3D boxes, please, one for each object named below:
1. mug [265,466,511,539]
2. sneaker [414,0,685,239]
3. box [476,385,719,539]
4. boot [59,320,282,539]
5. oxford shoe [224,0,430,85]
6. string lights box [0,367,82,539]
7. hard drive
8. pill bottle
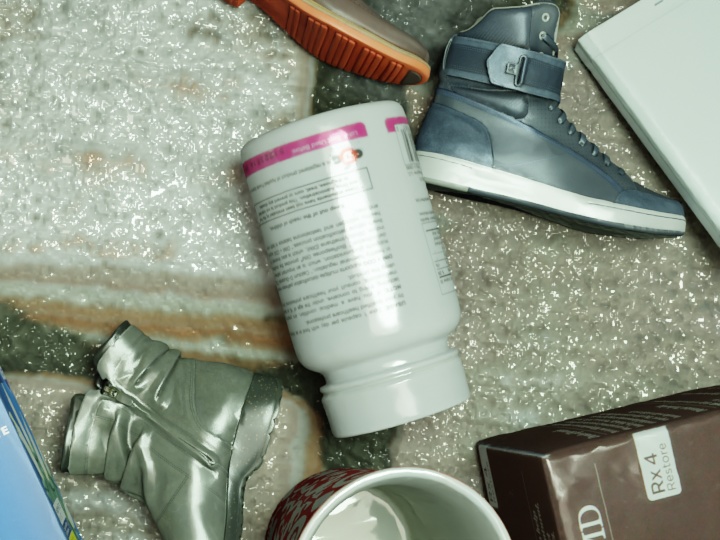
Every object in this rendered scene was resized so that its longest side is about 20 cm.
[{"bbox_3d":[0.012,0.203,0.890,0.133,0.200,0.178,-19,90,-12],"label":"mug"},{"bbox_3d":[0.145,-0.106,1.001,0.201,0.077,0.147,16,86,-9],"label":"sneaker"},{"bbox_3d":[0.203,0.173,0.947,0.199,0.164,0.167,-12,88,-12],"label":"box"},{"bbox_3d":[-0.137,0.142,0.941,0.130,0.068,0.201,16,76,-5],"label":"boot"},{"bbox_3d":[-0.031,-0.195,0.978,0.199,0.071,0.073,31,76,-7],"label":"oxford shoe"},{"bbox_3d":[-0.226,0.131,0.898,0.059,0.103,0.201,-25,91,-10],"label":"string lights box"},{"bbox_3d":[0.262,-0.114,1.024,0.132,0.026,0.200,-31,76,-10],"label":"hard drive"},{"bbox_3d":[0.000,0.000,0.946,0.113,0.113,0.201,-15,89,-12],"label":"pill bottle"}]
